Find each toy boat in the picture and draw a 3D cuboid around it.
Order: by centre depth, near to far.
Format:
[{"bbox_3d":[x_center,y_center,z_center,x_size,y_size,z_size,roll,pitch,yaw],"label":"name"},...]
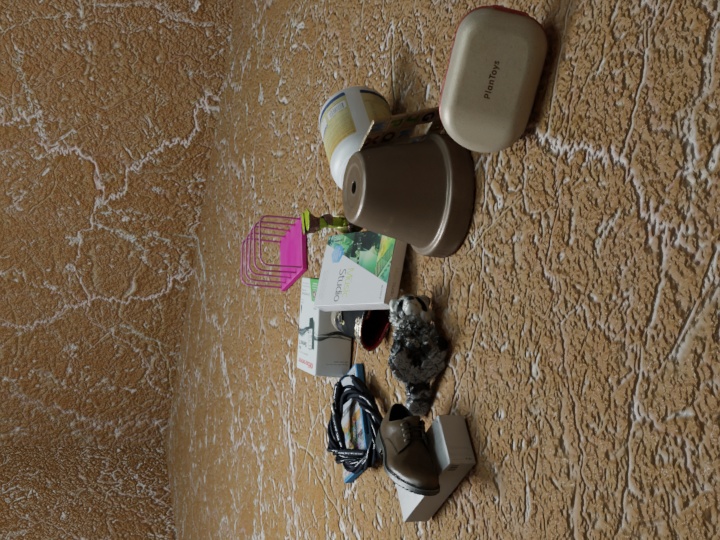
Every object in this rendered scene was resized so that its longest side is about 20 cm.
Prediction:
[{"bbox_3d":[0.187,-0.271,1.315,0.131,0.129,0.203,-57,-18,-65],"label":"toy boat"}]

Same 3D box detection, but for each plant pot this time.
[{"bbox_3d":[0.066,-0.125,1.508,0.200,0.172,0.204,-178,90,-70],"label":"plant pot"}]

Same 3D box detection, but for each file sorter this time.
[{"bbox_3d":[-0.223,-0.045,2.365,0.200,0.123,0.141,140,131,-64],"label":"file sorter"}]

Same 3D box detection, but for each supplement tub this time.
[{"bbox_3d":[0.006,-0.230,1.733,0.202,0.142,0.145,-105,27,-42],"label":"supplement tub"}]

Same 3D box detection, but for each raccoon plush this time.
[{"bbox_3d":[0.077,0.135,1.562,0.135,0.095,0.202,-101,23,-54],"label":"raccoon plush"}]

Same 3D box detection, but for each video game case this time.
[{"bbox_3d":[-0.015,0.309,1.880,0.143,0.018,0.203,125,144,-54],"label":"video game case"}]

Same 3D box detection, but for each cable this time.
[{"bbox_3d":[-0.014,0.305,1.785,0.200,0.050,0.165,44,116,52],"label":"cable"}]

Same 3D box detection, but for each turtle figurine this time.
[{"bbox_3d":[-0.034,-0.098,1.831,0.200,0.159,0.066,-145,52,-75],"label":"turtle figurine"}]

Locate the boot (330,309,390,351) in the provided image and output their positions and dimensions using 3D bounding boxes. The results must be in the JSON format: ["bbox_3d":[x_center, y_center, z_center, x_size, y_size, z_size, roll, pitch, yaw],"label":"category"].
[{"bbox_3d":[0.008,0.045,1.787,0.150,0.072,0.203,39,115,61],"label":"boot"}]

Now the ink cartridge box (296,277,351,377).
[{"bbox_3d":[-0.075,0.119,1.985,0.146,0.082,0.204,-177,90,-71],"label":"ink cartridge box"}]

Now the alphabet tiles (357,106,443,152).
[{"bbox_3d":[0.056,-0.199,1.568,0.008,0.165,0.201,59,147,22],"label":"alphabet tiles"}]

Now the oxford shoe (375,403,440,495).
[{"bbox_3d":[0.072,0.269,1.421,0.200,0.072,0.086,-128,48,-60],"label":"oxford shoe"}]

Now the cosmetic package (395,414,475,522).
[{"bbox_3d":[0.115,0.315,1.470,0.201,0.050,0.083,116,148,-46],"label":"cosmetic package"}]

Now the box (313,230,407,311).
[{"bbox_3d":[0.000,0.000,1.728,0.198,0.036,0.147,-5,68,46],"label":"box"}]
